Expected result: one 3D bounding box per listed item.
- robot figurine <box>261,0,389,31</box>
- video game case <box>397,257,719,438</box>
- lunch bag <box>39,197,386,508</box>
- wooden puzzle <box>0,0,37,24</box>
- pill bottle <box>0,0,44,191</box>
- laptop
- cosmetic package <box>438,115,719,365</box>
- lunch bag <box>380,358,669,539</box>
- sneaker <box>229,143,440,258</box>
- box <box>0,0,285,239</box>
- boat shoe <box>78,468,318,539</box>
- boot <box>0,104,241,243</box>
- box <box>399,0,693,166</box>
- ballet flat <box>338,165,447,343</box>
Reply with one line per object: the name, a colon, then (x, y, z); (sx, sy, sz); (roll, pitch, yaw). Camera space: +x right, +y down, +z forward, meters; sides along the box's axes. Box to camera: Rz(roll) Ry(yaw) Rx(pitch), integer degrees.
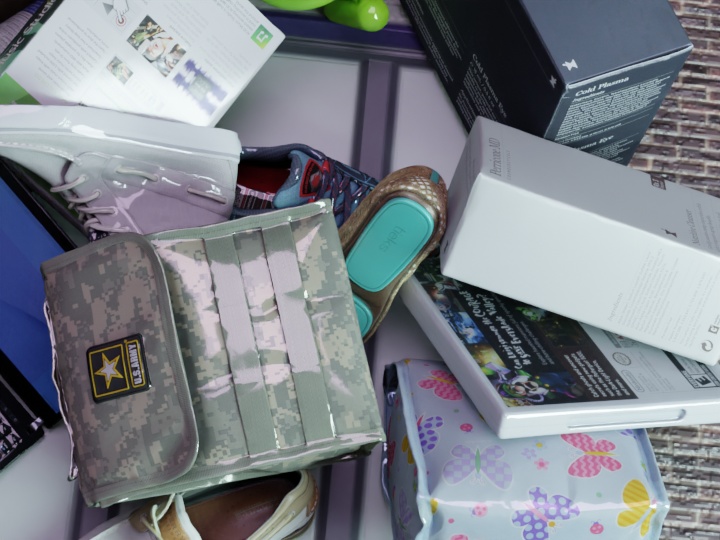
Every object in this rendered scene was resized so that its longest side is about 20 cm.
robot figurine: (-0.028, -0.260, 1.648); (0.115, 0.176, 0.200); (0, 21, 28)
video game case: (0.137, 0.046, 1.524); (0.181, 0.023, 0.200); (-2, 31, -22)
lunch bag: (-0.101, 0.055, 1.445); (0.199, 0.118, 0.165); (-11, 81, -7)
wooden puzzle: (-0.232, -0.217, 1.599); (0.200, 0.185, 0.037); (-36, 83, -17)
pill bottle: (-0.244, -0.114, 1.595); (0.200, 0.112, 0.112); (-36, 74, -18)
laptop: (-0.277, 0.051, 1.501); (0.200, 0.103, 0.177); (-42, 92, -24)
cosmetic package: (0.156, -0.021, 1.512); (0.199, 0.081, 0.113); (19, 24, -8)
lunch bag: (0.103, 0.133, 1.506); (0.169, 0.128, 0.200); (1, 35, -8)
sneaker: (-0.034, -0.043, 1.589); (0.199, 0.096, 0.080); (9, 69, 0)
box: (-0.164, -0.134, 1.550); (0.144, 0.036, 0.200); (43, 77, -25)
boat shoe: (-0.122, 0.176, 1.502); (0.199, 0.068, 0.075); (-26, 71, -15)
boot: (-0.172, -0.055, 1.492); (0.199, 0.073, 0.096); (6, 86, -26)
box: (0.127, -0.178, 1.609); (0.104, 0.182, 0.201); (-19, 70, -18)
ballet flat: (0.000, 0.000, 1.547); (0.070, 0.200, 0.065); (40, 36, -8)
